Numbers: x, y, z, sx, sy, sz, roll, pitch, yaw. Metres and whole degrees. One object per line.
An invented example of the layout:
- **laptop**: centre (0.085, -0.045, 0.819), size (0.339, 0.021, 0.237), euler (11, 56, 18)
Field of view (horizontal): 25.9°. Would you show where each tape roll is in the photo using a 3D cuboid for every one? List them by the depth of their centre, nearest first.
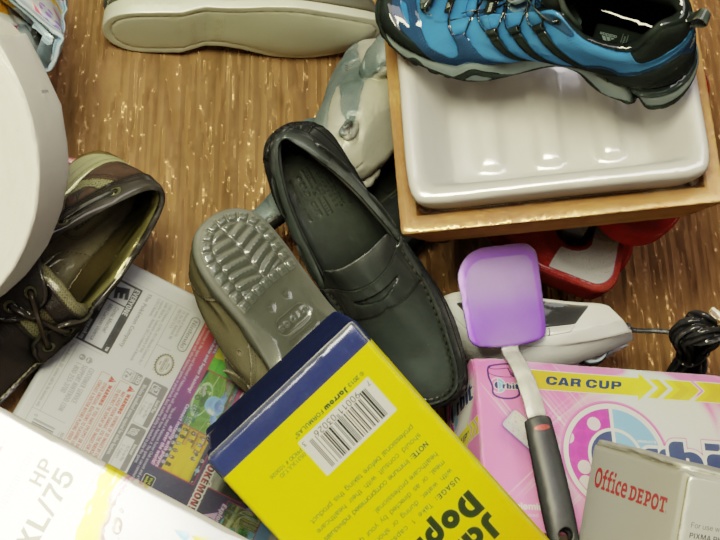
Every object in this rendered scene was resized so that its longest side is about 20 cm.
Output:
- **tape roll**: centre (-0.266, -0.062, 0.873), size (0.200, 0.071, 0.205), euler (1, 99, 4)

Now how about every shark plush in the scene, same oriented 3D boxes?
- **shark plush**: centre (-0.019, -0.082, 1.063), size (0.083, 0.091, 0.201), euler (12, 63, 37)

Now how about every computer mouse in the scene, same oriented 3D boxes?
- **computer mouse**: centre (0.141, 0.051, 1.041), size (0.198, 0.110, 0.044), euler (5, 70, -2)

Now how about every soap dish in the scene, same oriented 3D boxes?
- **soap dish**: centre (0.118, -0.098, 0.992), size (0.198, 0.081, 0.159), euler (-5, 67, 2)

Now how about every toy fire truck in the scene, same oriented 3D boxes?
- **toy fire truck**: centre (0.134, -0.088, 1.080), size (0.166, 0.112, 0.202), euler (20, 68, -7)

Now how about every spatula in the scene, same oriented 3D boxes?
- **spatula**: centre (0.103, 0.078, 0.968), size (0.056, 0.021, 0.202), euler (-5, 65, -15)

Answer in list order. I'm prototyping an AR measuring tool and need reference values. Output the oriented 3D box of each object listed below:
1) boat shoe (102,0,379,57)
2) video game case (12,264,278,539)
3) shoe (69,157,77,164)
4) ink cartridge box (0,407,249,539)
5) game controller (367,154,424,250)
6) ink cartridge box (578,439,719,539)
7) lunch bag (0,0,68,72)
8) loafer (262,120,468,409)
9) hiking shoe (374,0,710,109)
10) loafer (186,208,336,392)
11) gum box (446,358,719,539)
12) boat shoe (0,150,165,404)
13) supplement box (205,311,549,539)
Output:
- **boat shoe**: centre (-0.082, -0.192, 1.111), size (0.199, 0.072, 0.061), euler (0, 67, -12)
- **video game case**: centre (-0.121, 0.108, 0.968), size (0.181, 0.023, 0.201), euler (26, 58, -1)
- **shoe**: centre (-0.229, -0.051, 0.980), size (0.198, 0.091, 0.072), euler (-5, 64, -19)
- **ink cartridge box**: centre (-0.147, 0.186, 0.830), size (0.199, 0.146, 0.148), euler (27, 74, 0)
- **game controller**: centre (0.036, -0.080, 1.111), size (0.104, 0.042, 0.200), euler (37, 57, 22)
- **ink cartridge box**: centre (0.175, 0.207, 0.885), size (0.082, 0.145, 0.202), euler (11, 88, -11)
- **lunch bag**: centre (-0.282, -0.180, 0.982), size (0.198, 0.128, 0.170), euler (9, 23, -13)
- **loafer**: centre (0.000, 0.000, 0.967), size (0.068, 0.070, 0.202), euler (-31, 91, 9)
- **hiking shoe**: centre (0.105, -0.156, 0.926), size (0.198, 0.087, 0.075), euler (9, 69, 9)
- **loafer**: centre (-0.041, 0.055, 0.969), size (0.075, 0.070, 0.201), euler (-31, 91, -27)
- **gum box**: centre (0.160, 0.128, 1.011), size (0.198, 0.066, 0.115), euler (5, 62, -13)
- **boat shoe**: centre (-0.193, 0.011, 0.946), size (0.073, 0.064, 0.201), euler (46, 69, -38)
- **supplement box**: centre (0.017, 0.134, 0.875), size (0.109, 0.109, 0.200), euler (-42, 95, -4)
